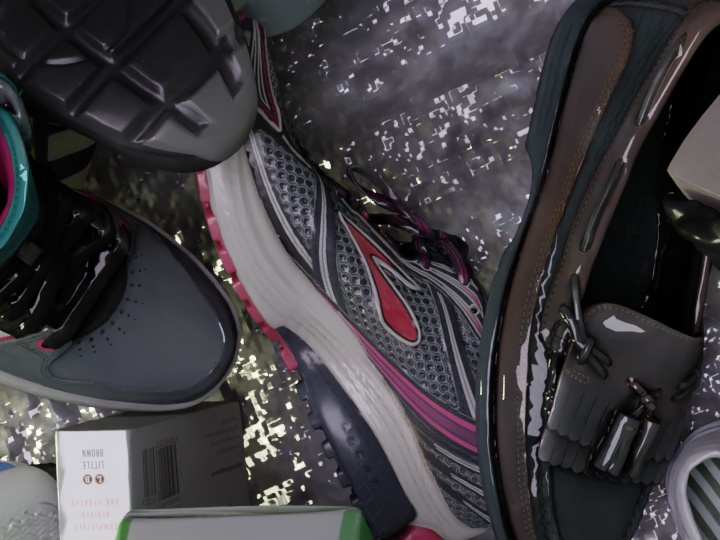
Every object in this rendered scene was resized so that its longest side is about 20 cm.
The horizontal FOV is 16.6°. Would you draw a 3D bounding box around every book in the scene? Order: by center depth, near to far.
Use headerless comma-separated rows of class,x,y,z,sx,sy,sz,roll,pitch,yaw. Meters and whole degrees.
book,-0.066,0.149,0.840,0.048,0.134,0.200,-2,90,11

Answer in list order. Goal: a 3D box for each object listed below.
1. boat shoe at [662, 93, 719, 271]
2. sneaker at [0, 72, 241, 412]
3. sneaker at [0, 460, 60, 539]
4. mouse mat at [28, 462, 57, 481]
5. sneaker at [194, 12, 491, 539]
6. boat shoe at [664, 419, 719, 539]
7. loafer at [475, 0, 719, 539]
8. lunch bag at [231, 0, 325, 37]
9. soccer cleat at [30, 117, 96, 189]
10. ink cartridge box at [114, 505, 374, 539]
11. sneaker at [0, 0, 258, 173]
boat shoe,0.185,-0.062,0.800,0.200,0.093,0.075,-48,35,-8
sneaker,-0.111,-0.010,0.767,0.200,0.121,0.084,27,84,-21
sneaker,-0.166,0.110,0.865,0.105,0.076,0.200,51,136,23
mouse mat,-0.165,0.176,0.939,0.161,0.008,0.200,-5,91,17
sneaker,0.000,0.000,0.842,0.075,0.081,0.200,-28,105,5
boat shoe,0.162,0.139,0.805,0.074,0.067,0.200,-42,80,14
loafer,0.085,0.004,0.808,0.063,0.072,0.200,1,82,50
lunch bag,-0.063,-0.192,0.845,0.200,0.077,0.160,36,80,11
soccer cleat,-0.120,-0.061,0.891,0.067,0.081,0.200,15,74,7
ink cartridge box,-0.020,0.189,0.774,0.084,0.200,0.146,-4,49,17
sneaker,-0.109,-0.088,0.808,0.200,0.079,0.075,36,68,23
